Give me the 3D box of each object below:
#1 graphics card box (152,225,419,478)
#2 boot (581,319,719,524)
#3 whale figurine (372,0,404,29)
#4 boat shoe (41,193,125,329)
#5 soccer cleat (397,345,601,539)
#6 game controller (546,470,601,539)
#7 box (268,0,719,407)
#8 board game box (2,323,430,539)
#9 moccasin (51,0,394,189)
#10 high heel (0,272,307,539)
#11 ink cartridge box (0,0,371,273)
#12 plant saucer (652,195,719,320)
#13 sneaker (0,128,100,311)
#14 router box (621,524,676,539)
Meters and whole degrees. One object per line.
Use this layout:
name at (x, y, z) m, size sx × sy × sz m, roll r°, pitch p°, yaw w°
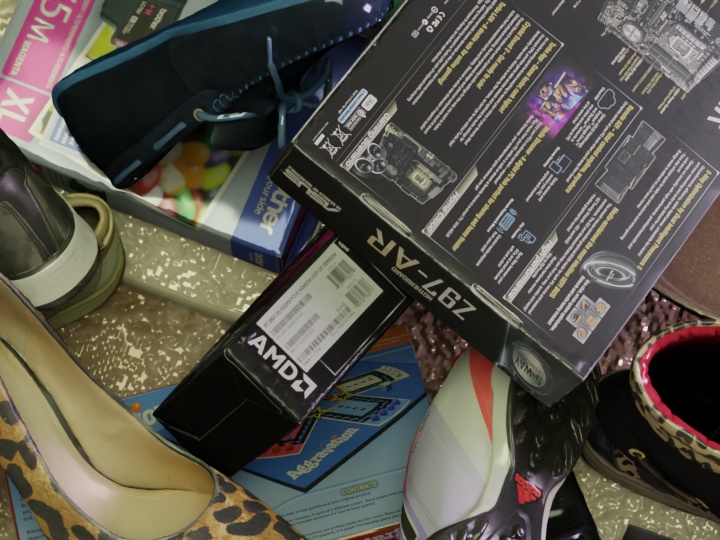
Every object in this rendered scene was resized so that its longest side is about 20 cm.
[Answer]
graphics card box at (0.000, 0.000, 1.303) m, size 0.051 × 0.125 × 0.200 m, roll 43°, pitch 66°, yaw -4°
boot at (0.197, 0.081, 1.294) m, size 0.199 × 0.151 × 0.073 m, roll 22°, pitch 76°, yaw 4°
whale figurine at (0.005, -0.153, 1.372) m, size 0.200 × 0.104 × 0.159 m, roll 42°, pitch 42°, yaw 9°
boat shoe at (-0.201, 0.026, 1.348) m, size 0.200 × 0.063 × 0.073 m, roll -27°, pitch 77°, yaw -8°
soccer cleat at (0.044, 0.111, 1.269) m, size 0.068 × 0.073 × 0.200 m, roll 39°, pitch 56°, yaw -27°
game controller at (0.011, 0.138, 1.341) m, size 0.199 × 0.042 × 0.105 m, roll -20°, pitch 62°, yaw -6°
box at (0.081, -0.068, 1.258) m, size 0.160 × 0.044 × 0.200 m, roll 38°, pitch 65°, yaw -2°
board game box at (-0.062, 0.095, 1.337) m, size 0.199 × 0.019 × 0.103 m, roll -14°, pitch 59°, yaw -2°
moccasin at (-0.052, -0.088, 1.300) m, size 0.080 × 0.200 × 0.068 m, roll -33°, pitch 101°, yaw -41°
high heel at (-0.109, 0.068, 1.261) m, size 0.199 × 0.143 × 0.071 m, roll 15°, pitch 40°, yaw 17°
ink cartridge box at (-0.077, -0.078, 1.390) m, size 0.199 × 0.042 × 0.120 m, roll 22°, pitch 77°, yaw 3°
plant saucer at (0.196, -0.036, 1.331) m, size 0.200 × 0.037 × 0.201 m, roll 1°, pitch 50°, yaw -1°
sneaker at (-0.202, -0.054, 1.320) m, size 0.200 × 0.091 × 0.066 m, roll 27°, pitch 65°, yaw 40°
router box at (0.177, 0.217, 1.265) m, size 0.200 × 0.052 × 0.158 m, roll 16°, pitch 74°, yaw 34°
